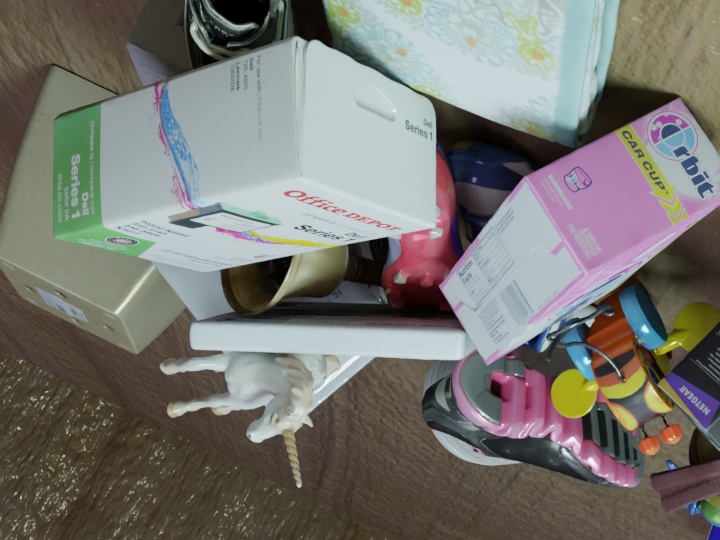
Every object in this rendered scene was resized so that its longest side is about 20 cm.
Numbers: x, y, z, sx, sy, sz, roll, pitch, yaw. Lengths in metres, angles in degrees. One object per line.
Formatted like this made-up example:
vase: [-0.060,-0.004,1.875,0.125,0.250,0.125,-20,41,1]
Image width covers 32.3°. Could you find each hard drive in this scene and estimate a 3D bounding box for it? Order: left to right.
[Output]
hard drive: [-0.075,0.018,1.070,0.200,0.132,0.025,51,177,6]

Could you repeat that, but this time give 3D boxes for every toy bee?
toy bee: [0.186,0.075,0.881,0.131,0.199,0.109,-33,83,43]

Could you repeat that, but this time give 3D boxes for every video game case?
video game case: [-0.005,0.043,0.942,0.198,0.023,0.182,1,-176,14]

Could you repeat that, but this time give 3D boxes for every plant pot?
plant pot: [-0.235,-0.039,1.182,0.198,0.178,0.200,24,162,5]

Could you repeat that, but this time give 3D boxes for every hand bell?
hand bell: [0.000,0.000,0.971,0.199,0.105,0.104,14,173,-37]

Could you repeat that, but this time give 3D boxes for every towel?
towel: [0.056,-0.150,0.681,0.170,0.048,0.200,26,162,15]

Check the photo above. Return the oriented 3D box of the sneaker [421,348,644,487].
sneaker: [0.133,0.123,0.967,0.199,0.080,0.095,26,143,-24]

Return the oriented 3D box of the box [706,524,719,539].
box: [0.463,0.319,1.294,0.198,0.106,0.184,18,161,23]

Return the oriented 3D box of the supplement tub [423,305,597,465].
supplement tub: [0.147,0.105,1.110,0.131,0.133,0.200,30,163,-11]

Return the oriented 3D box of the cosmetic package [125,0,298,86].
cosmetic package: [-0.095,-0.127,0.913,0.101,0.075,0.200,22,160,12]

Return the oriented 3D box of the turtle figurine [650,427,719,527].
turtle figurine: [0.324,0.122,0.930,0.198,0.145,0.195,11,142,25]

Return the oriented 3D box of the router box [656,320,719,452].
router box: [0.295,0.075,0.770,0.200,0.157,0.052,40,-174,-37]

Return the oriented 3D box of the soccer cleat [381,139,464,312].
soccer cleat: [0.044,-0.033,0.883,0.066,0.077,0.200,2,155,9]

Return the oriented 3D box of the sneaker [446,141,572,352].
sneaker: [0.113,-0.012,0.910,0.075,0.089,0.200,13,156,42]

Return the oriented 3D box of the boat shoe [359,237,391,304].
boat shoe: [0.057,0.011,1.079,0.062,0.073,0.201,16,153,30]

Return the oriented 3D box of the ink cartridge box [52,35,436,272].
ink cartridge box: [-0.070,-0.062,0.769,0.198,0.085,0.144,-10,165,34]

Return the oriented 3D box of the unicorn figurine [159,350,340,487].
unicorn figurine: [-0.074,0.084,0.913,0.136,0.200,0.075,-8,104,24]

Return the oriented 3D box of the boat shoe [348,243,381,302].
boat shoe: [0.013,0.015,1.162,0.065,0.073,0.201,-6,145,-7]

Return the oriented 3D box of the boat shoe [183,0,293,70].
boat shoe: [-0.074,-0.157,0.715,0.070,0.064,0.201,23,143,3]

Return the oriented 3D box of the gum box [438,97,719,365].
gum box: [0.132,-0.016,0.777,0.067,0.113,0.200,59,160,11]
